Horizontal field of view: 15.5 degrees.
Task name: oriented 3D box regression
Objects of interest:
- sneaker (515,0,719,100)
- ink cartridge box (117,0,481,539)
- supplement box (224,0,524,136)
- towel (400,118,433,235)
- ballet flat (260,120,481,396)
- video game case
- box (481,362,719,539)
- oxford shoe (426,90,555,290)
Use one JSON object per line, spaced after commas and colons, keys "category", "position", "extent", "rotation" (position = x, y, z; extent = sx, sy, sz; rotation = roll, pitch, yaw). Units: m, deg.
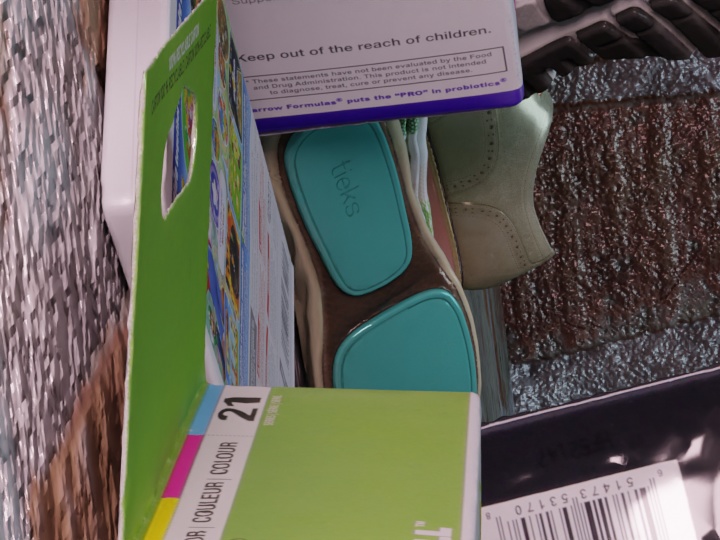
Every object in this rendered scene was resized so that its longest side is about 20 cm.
{"category": "sneaker", "position": [0.085, -0.122, 0.923], "extent": [0.078, 0.199, 0.091], "rotation": [36, 55, -46]}
{"category": "ink cartridge box", "position": [-0.009, 0.046, 0.590], "extent": [0.148, 0.075, 0.202], "rotation": [-75, 168, -77]}
{"category": "supplement box", "position": [-0.010, -0.144, 0.814], "extent": [0.200, 0.103, 0.102], "rotation": [73, 13, -56]}
{"category": "towel", "position": [0.010, -0.024, 1.091], "extent": [0.150, 0.030, 0.201], "rotation": [-113, -170, -54]}
{"category": "ballet flat", "position": [0.000, 0.000, 0.987], "extent": [0.070, 0.069, 0.201], "rotation": [-89, 170, -53]}
{"category": "video game case", "position": [-0.042, -0.008, 0.748], "extent": [0.201, 0.018, 0.144], "rotation": [78, 8, -50]}
{"category": "box", "position": [0.094, 0.126, 0.976], "extent": [0.200, 0.195, 0.118], "rotation": [56, 20, -71]}
{"category": "oxford shoe", "position": [0.040, -0.084, 1.118], "extent": [0.071, 0.073, 0.201], "rotation": [-120, -161, -57]}
